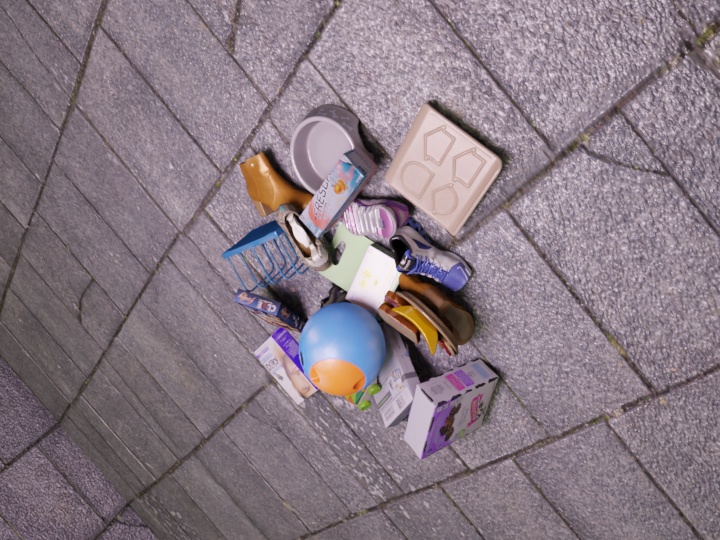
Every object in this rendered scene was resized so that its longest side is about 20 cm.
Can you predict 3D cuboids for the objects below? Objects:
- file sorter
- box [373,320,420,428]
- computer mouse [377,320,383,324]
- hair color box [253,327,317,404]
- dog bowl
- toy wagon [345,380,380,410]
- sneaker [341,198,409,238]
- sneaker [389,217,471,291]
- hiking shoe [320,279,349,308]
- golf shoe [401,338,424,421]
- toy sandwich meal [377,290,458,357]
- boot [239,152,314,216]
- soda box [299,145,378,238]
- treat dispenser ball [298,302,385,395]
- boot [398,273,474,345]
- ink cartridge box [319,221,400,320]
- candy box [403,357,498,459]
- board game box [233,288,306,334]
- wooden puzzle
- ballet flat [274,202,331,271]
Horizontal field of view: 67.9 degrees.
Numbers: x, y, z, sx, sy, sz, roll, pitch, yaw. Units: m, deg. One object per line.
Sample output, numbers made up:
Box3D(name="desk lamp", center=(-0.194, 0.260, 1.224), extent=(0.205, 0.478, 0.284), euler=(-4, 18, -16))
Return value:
Box3D(name="file sorter", center=(-0.209, -0.046, 1.313), extent=(0.196, 0.139, 0.125), euler=(-18, 110, 36))
Box3D(name="box", center=(0.070, 0.250, 1.292), extent=(0.157, 0.040, 0.203), euler=(-58, 46, 44))
Box3D(name="computer mouse", center=(0.025, 0.133, 1.341), extent=(0.058, 0.034, 0.203), euler=(39, 135, 17))
Box3D(name="hair color box", center=(-0.201, 0.270, 1.525), extent=(0.201, 0.065, 0.109), euler=(48, 128, -3))
Box3D(name="dog bowl", center=(-0.069, -0.251, 1.167), extent=(0.195, 0.059, 0.206), euler=(14, 121, 23))
Box3D(name="toy wagon", center=(-0.001, 0.242, 1.333), extent=(0.157, 0.039, 0.203), euler=(61, 142, 35))
Box3D(name="sneaker", center=(0.032, -0.123, 1.168), extent=(0.198, 0.087, 0.083), euler=(18, 127, 48))
Box3D(name="sneaker", center=(0.131, -0.016, 1.139), extent=(0.198, 0.115, 0.081), euler=(40, 129, 5))
Box3D(name="hiking shoe", center=(-0.062, 0.117, 1.361), extent=(0.101, 0.074, 0.203), euler=(51, 140, 35))
Box3D(name="golf shoe", center=(0.120, 0.268, 1.336), extent=(0.077, 0.092, 0.207), euler=(0, 94, 61))
Box3D(name="toy sandwich meal", center=(0.121, 0.121, 1.134), extent=(0.205, 0.070, 0.205), euler=(45, 174, 6))
Box3D(name="boot", center=(-0.200, -0.205, 1.247), extent=(0.197, 0.071, 0.147), euler=(-1, 119, 39))
Box3D(name="soda box", center=(-0.049, -0.161, 1.120), extent=(0.064, 0.068, 0.200), euler=(45, 129, 4))
Box3D(name="treat dispenser ball", center=(-0.041, 0.175, 1.201), extent=(0.196, 0.201, 0.206), euler=(14, 122, 23))
Box3D(name="boot", center=(0.169, 0.080, 1.199), extent=(0.143, 0.071, 0.201), euler=(39, 175, 44))
Box3D(name="ink cartridge box", center=(0.000, 0.000, 1.245), extent=(0.197, 0.048, 0.148), euler=(31, 110, 12))
Box3D(name="candy box", center=(0.205, 0.311, 1.217), extent=(0.071, 0.196, 0.172), euler=(42, 135, 42))
Box3D(name="board game box", center=(-0.226, 0.112, 1.392), extent=(0.132, 0.035, 0.200), euler=(16, 164, 23))
Box3D(name="wooden puzzle", center=(0.163, -0.201, 1.069), extent=(0.199, 0.046, 0.187), euler=(41, 128, 11))
Box3D(name="ballet flat", center=(-0.123, -0.062, 1.205), extent=(0.202, 0.067, 0.075), euler=(55, 175, -30))
